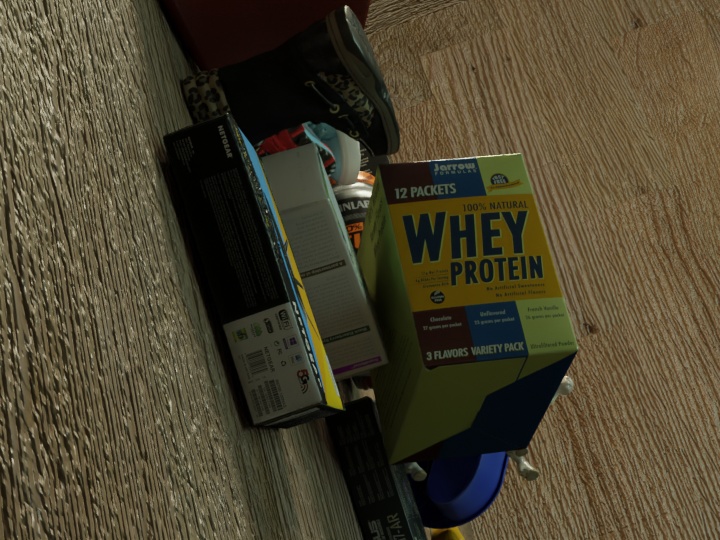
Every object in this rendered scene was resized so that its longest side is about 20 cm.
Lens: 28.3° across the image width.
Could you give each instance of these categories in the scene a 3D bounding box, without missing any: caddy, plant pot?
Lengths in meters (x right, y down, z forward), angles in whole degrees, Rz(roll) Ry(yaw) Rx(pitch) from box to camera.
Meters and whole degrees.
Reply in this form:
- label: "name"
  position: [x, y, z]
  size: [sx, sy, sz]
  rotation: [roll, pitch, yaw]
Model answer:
- label: "caddy"
  position: [0.090, 0.175, 1.529]
  size: [0.105, 0.141, 0.200]
  rotation: [43, 61, -64]
- label: "plant pot"
  position: [-0.086, -0.278, 1.229]
  size: [0.200, 0.200, 0.176]
  rotation: [-104, -175, -49]

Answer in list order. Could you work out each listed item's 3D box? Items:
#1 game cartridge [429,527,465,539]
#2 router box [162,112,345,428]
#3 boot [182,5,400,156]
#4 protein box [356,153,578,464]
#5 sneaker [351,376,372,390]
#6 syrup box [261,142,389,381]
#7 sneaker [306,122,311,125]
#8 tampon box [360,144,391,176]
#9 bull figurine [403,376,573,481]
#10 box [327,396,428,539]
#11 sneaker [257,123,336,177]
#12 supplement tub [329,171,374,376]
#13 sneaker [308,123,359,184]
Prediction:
- label: "game cartridge"
  position: [0.130, 0.356, 1.491]
  size: [0.176, 0.032, 0.200]
  rotation: [60, 0, -2]
- label: "router box"
  position: [-0.070, 0.007, 0.976]
  size: [0.149, 0.051, 0.200]
  rotation: [57, 15, -82]
- label: "boot"
  position: [-0.052, -0.134, 1.188]
  size: [0.200, 0.150, 0.073]
  rotation: [58, 13, -70]
- label: "protein box"
  position: [0.084, 0.037, 1.275]
  size: [0.199, 0.135, 0.200]
  rotation: [104, -22, -58]
- label: "sneaker"
  position: [0.056, 0.080, 1.605]
  size: [0.200, 0.082, 0.077]
  rotation: [-39, -120, 50]
- label: "syrup box"
  position: [-0.042, 0.000, 1.197]
  size: [0.079, 0.081, 0.200]
  rotation: [-104, 176, -48]
- label: "sneaker"
  position: [-0.112, -0.223, 1.428]
  size: [0.200, 0.082, 0.074]
  rotation: [47, -4, 1]
- label: "tampon box"
  position: [0.004, -0.033, 1.691]
  size: [0.150, 0.126, 0.200]
  rotation: [66, 5, -58]
- label: "bull figurine"
  position: [0.119, 0.145, 1.410]
  size: [0.121, 0.200, 0.065]
  rotation: [-104, -164, -48]
- label: "box"
  position: [0.027, 0.225, 1.373]
  size: [0.160, 0.044, 0.200]
  rotation: [50, 21, -80]
- label: "sneaker"
  position: [-0.081, -0.144, 1.383]
  size: [0.200, 0.079, 0.096]
  rotation: [64, 6, -64]
- label: "supplement tub"
  position: [0.000, 0.000, 1.509]
  size: [0.123, 0.122, 0.200]
  rotation: [66, 6, -57]
- label: "sneaker"
  position: [-0.068, -0.159, 1.506]
  size: [0.074, 0.082, 0.200]
  rotation: [98, -30, -46]
